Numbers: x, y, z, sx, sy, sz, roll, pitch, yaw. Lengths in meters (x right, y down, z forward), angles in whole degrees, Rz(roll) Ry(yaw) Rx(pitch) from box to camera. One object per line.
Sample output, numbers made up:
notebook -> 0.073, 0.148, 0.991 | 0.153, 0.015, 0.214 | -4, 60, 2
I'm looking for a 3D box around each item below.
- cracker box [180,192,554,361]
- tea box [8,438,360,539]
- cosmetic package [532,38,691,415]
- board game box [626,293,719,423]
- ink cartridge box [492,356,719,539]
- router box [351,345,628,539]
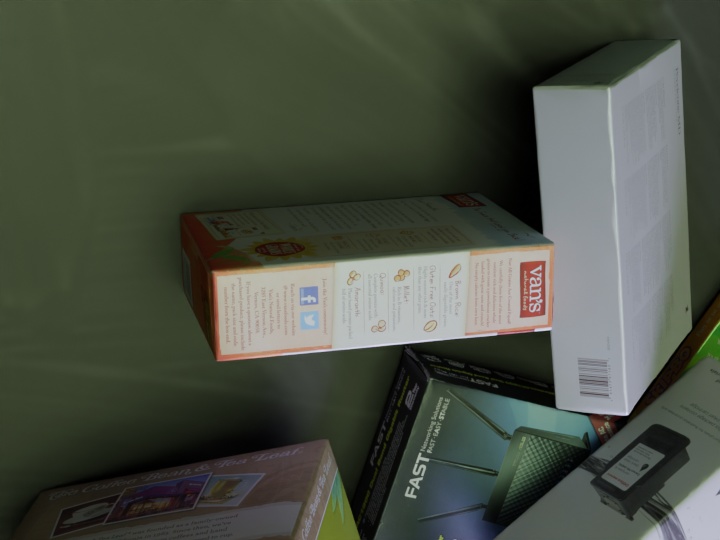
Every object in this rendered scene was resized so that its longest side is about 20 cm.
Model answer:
cracker box -> 0.000, 0.000, 0.840 | 0.200, 0.134, 0.058 | -5, 106, -13
tea box -> -0.096, 0.230, 0.848 | 0.200, 0.134, 0.197 | -13, 108, 13
cosmetic package -> 0.161, -0.032, 0.870 | 0.052, 0.151, 0.200 | 4, 109, 30
board game box -> 0.279, 0.058, 0.988 | 0.096, 0.030, 0.200 | 33, 98, -21
ink cartridge box -> 0.199, 0.179, 0.914 | 0.200, 0.083, 0.145 | -38, 126, -15
router box -> 0.074, 0.166, 0.944 | 0.150, 0.062, 0.200 | 14, 101, -17
